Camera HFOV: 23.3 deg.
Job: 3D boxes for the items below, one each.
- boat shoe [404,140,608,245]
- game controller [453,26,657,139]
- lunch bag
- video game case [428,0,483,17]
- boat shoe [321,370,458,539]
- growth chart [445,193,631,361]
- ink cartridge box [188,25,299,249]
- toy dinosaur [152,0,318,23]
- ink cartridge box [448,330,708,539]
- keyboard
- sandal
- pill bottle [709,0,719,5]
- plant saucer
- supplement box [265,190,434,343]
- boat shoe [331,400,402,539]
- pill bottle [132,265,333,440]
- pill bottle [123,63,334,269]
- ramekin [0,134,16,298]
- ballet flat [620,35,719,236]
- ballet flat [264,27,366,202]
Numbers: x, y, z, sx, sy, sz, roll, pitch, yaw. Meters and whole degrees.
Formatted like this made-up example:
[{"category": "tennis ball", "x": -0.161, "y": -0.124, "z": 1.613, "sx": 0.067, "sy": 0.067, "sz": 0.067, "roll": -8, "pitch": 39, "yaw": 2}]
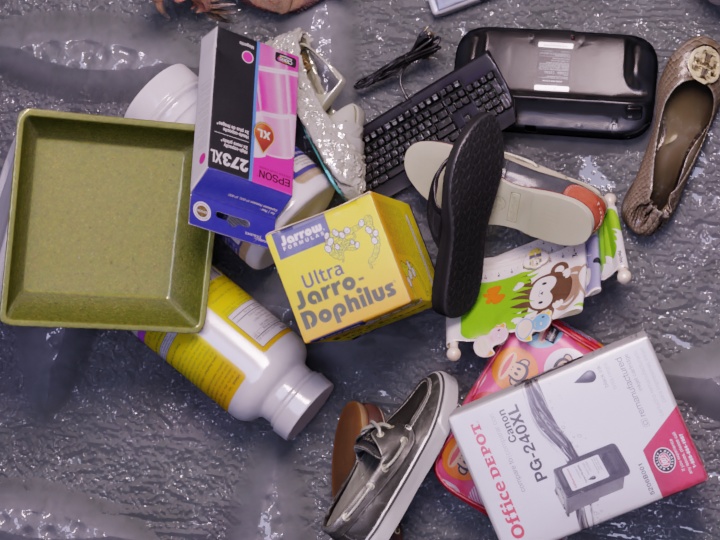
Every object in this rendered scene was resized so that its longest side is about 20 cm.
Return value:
[{"category": "boat shoe", "x": 0.140, "y": -0.081, "z": 1.683, "sx": 0.200, "sy": 0.063, "sz": 0.071, "roll": 20, "pitch": 123, "yaw": 16}, {"category": "game controller", "x": 0.189, "y": -0.185, "z": 1.715, "sx": 0.200, "sy": 0.042, "sz": 0.104, "roll": 5, "pitch": 76, "yaw": 12}, {"category": "lunch bag", "x": 0.184, "y": 0.158, "z": 1.686, "sx": 0.176, "sy": 0.082, "sz": 0.200, "roll": 31, "pitch": 94, "yaw": 6}, {"category": "video game case", "x": 0.127, "y": -0.375, "z": 1.734, "sx": 0.182, "sy": 0.023, "sz": 0.200, "roll": -19, "pitch": 85, "yaw": 11}, {"category": "boat shoe", "x": 0.029, "y": 0.174, "z": 1.667, "sx": 0.064, "sy": 0.071, "sz": 0.200, "roll": 35, "pitch": 67, "yaw": -18}, {"category": "growth chart", "x": 0.167, "y": 0.010, "z": 1.677, "sx": 0.200, "sy": 0.145, "sz": 0.018, "roll": -24, "pitch": 127, "yaw": 12}, {"category": "ink cartridge box", "x": -0.109, "y": -0.125, "z": 1.645, "sx": 0.037, "sy": 0.095, "sz": 0.200, "roll": -27, "pitch": 53, "yaw": 50}, {"category": "toy dinosaur", "x": -0.106, "y": -0.294, "z": 1.757, "sx": 0.200, "sy": 0.086, "sz": 0.136, "roll": 21, "pitch": 104, "yaw": -4}, {"category": "ink cartridge box", "x": 0.197, "y": 0.160, "z": 1.600, "sx": 0.200, "sy": 0.083, "sz": 0.145, "roll": -24, "pitch": 88, "yaw": 7}, {"category": "keyboard", "x": 0.050, "y": -0.158, "z": 1.723, "sx": 0.200, "sy": 0.021, "sz": 0.127, "roll": -30, "pitch": 83, "yaw": 25}, {"category": "sandal", "x": 0.087, "y": -0.054, "z": 1.638, "sx": 0.048, "sy": 0.075, "sz": 0.200, "roll": 23, "pitch": 113, "yaw": 36}, {"category": "pill bottle", "x": 0.309, "y": -0.355, "z": 1.651, "sx": 0.109, "sy": 0.109, "sz": 0.200, "roll": -44, "pitch": 81, "yaw": 8}, {"category": "plant saucer", "x": -0.237, "y": -0.046, "z": 1.644, "sx": 0.200, "sy": 0.048, "sz": 0.200, "roll": 4, "pitch": 97, "yaw": -25}, {"category": "supplement box", "x": 0.000, "y": 0.000, "z": 1.663, "sx": 0.109, "sy": 0.200, "sz": 0.110, "roll": -22, "pitch": 84, "yaw": 11}, {"category": "boat shoe", "x": 0.011, "y": 0.231, "z": 1.728, "sx": 0.070, "sy": 0.070, "sz": 0.200, "roll": 6, "pitch": 80, "yaw": -24}, {"category": "pill bottle", "x": -0.126, "y": 0.079, "z": 1.738, "sx": 0.200, "sy": 0.104, "sz": 0.104, "roll": 39, "pitch": 97, "yaw": 10}, {"category": "pill bottle", "x": -0.135, "y": -0.108, "z": 1.736, "sx": 0.200, "sy": 0.120, "sz": 0.120, "roll": 43, "pitch": 97, "yaw": 10}, {"category": "ramekin", "x": -0.317, "y": -0.039, "z": 1.741, "sx": 0.094, "sy": 0.202, "sz": 0.202, "roll": 15, "pitch": 92, "yaw": -18}, {"category": "ballet flat", "x": 0.302, "y": -0.127, "z": 1.670, "sx": 0.067, "sy": 0.046, "sz": 0.200, "roll": 20, "pitch": 95, "yaw": -13}, {"category": "ballet flat", "x": -0.036, "y": -0.161, "z": 1.723, "sx": 0.072, "sy": 0.072, "sz": 0.200, "roll": -35, "pitch": 68, "yaw": 9}]
